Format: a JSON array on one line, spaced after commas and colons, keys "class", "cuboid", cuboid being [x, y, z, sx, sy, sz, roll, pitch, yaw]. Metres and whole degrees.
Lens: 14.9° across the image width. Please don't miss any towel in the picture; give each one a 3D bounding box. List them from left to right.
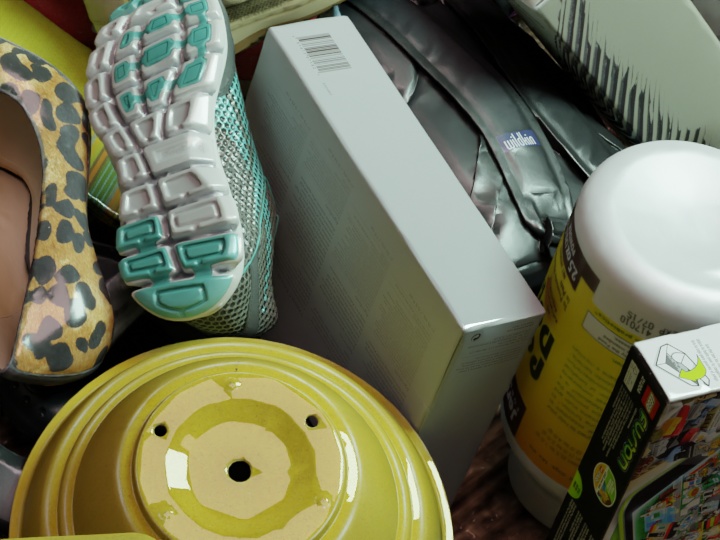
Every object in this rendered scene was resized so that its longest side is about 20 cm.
[{"class": "towel", "cuboid": [-0.164, -0.090, 1.406, 0.200, 0.018, 0.086, 37, 47, -12]}]

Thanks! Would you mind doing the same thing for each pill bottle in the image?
[{"class": "pill bottle", "cuboid": [0.131, 0.040, 1.298, 0.109, 0.200, 0.109, 8, 48, -9]}]

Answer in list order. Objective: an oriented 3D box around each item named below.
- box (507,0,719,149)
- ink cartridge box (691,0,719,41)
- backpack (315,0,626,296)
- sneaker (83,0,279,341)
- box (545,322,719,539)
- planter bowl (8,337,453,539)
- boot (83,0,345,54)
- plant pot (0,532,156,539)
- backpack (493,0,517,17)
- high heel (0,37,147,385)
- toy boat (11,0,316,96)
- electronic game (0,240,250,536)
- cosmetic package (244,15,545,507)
[{"class": "box", "cuboid": [0.132, -0.127, 1.419, 0.068, 0.200, 0.082, -44, 50, 3]}, {"class": "ink cartridge box", "cuboid": [0.296, -0.132, 1.575, 0.200, 0.085, 0.146, 41, 52, 18]}, {"class": "backpack", "cuboid": [0.045, -0.066, 1.418, 0.163, 0.154, 0.200, -20, 76, -39]}, {"class": "sneaker", "cuboid": [-0.080, -0.049, 1.328, 0.077, 0.091, 0.200, -16, 59, 17]}, {"class": "box", "cuboid": [0.149, 0.096, 1.254, 0.110, 0.200, 0.035, -12, 54, -24]}, {"class": "planter bowl", "cuboid": [-0.055, 0.102, 1.201, 0.200, 0.083, 0.201, 2, 63, -4]}, {"class": "boot", "cuboid": [-0.068, -0.197, 1.380, 0.200, 0.156, 0.073, -27, 24, 11]}, {"class": "plant pot", "cuboid": [-0.140, 0.212, 1.069, 0.200, 0.200, 0.177, -2, 39, 0]}, {"class": "backpack", "cuboid": [0.084, -0.227, 1.572, 0.200, 0.127, 0.167, -32, 76, -36]}, {"class": "high heel", "cuboid": [-0.180, -0.038, 1.295, 0.200, 0.071, 0.143, 44, 36, 1]}, {"class": "toy boat", "cuboid": [-0.110, -0.178, 1.470, 0.200, 0.131, 0.131, 5, 48, -11]}, {"class": "electronic game", "cuboid": [-0.136, 0.056, 1.318, 0.200, 0.042, 0.200, 13, 42, -12]}, {"class": "cosmetic package", "cuboid": [0.000, 0.000, 1.331, 0.052, 0.151, 0.200, -11, 54, -32]}]
